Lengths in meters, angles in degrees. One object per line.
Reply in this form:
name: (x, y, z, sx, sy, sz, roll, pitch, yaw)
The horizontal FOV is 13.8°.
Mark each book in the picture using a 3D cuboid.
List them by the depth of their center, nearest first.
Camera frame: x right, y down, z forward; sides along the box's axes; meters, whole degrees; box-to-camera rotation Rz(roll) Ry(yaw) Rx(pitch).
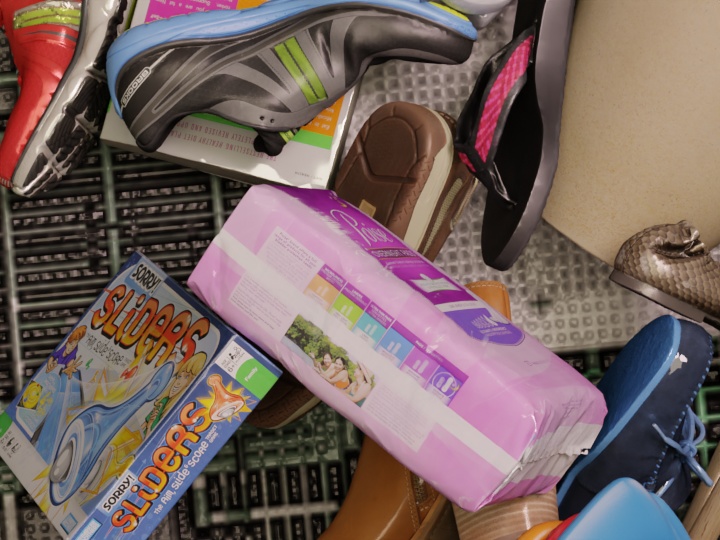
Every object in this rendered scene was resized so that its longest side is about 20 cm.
book: (-0.055, -0.151, 1.655, 0.133, 0.048, 0.200, 15, 84, 3)

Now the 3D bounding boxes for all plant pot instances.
plant pot: (0.177, -0.099, 1.592, 0.187, 0.187, 0.200, 35, 101, 4)

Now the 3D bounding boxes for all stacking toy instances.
stacking toy: (0.072, 0.182, 1.521, 0.200, 0.110, 0.116, -13, 110, 42)

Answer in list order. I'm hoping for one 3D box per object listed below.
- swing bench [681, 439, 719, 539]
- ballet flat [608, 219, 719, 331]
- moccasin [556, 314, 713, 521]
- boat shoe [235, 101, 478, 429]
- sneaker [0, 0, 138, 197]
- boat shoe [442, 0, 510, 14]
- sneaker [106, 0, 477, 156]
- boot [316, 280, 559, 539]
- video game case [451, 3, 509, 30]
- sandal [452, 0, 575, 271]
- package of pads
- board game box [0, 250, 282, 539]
swing bench: (0.254, 0.194, 1.583, 0.199, 0.130, 0.200, 27, 92, 3)
ballet flat: (0.209, 0.017, 1.579, 0.200, 0.067, 0.046, 23, 91, -38)
moccasin: (0.147, 0.100, 1.585, 0.068, 0.200, 0.081, 24, 45, -5)
boat shoe: (0.004, 0.004, 1.627, 0.075, 0.075, 0.202, 46, 112, 30)
sneaker: (-0.172, -0.136, 1.648, 0.085, 0.077, 0.200, 14, 76, 8)
boat shoe: (0.041, -0.235, 1.580, 0.073, 0.067, 0.200, -14, 73, -23)
sneaker: (-0.035, -0.105, 1.597, 0.199, 0.071, 0.083, -10, 89, 3)
boot: (0.018, 0.104, 1.621, 0.200, 0.074, 0.155, -23, 62, 25)
video game case: (0.058, -0.260, 1.649, 0.200, 0.022, 0.182, 46, 72, 3)
sandal: (0.078, -0.096, 1.573, 0.045, 0.075, 0.200, 13, 75, -18)
package of pads: (0.021, 0.038, 1.508, 0.200, 0.120, 0.076, 38, 102, 17)
board game box: (-0.123, 0.071, 1.565, 0.034, 0.200, 0.135, 40, 87, -23)
